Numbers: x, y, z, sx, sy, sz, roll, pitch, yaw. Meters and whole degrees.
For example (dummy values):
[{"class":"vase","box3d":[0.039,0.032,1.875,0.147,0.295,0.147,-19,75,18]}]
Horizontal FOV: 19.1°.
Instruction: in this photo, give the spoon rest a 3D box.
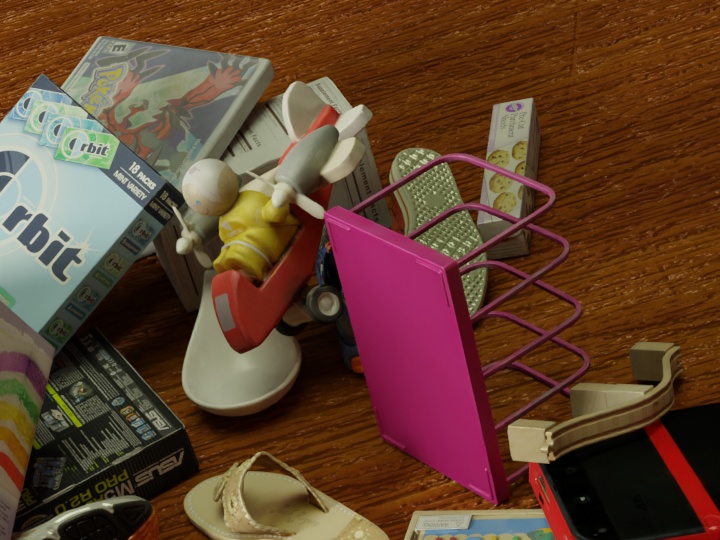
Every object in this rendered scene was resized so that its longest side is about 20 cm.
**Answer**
[{"class":"spoon rest","box3d":[-0.103,0.052,1.741,0.098,0.061,0.200,-18,31,-1]}]

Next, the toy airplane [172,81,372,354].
[{"class":"toy airplane","box3d":[-0.072,-0.061,1.680,0.140,0.201,0.200,21,25,-24]}]

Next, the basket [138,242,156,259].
[{"class":"basket","box3d":[-0.254,-0.083,1.953,0.198,0.137,0.123,-23,30,-10]}]

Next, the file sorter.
[{"class":"file sorter","box3d":[0.082,0.035,1.547,0.125,0.201,0.139,-31,34,-26]}]

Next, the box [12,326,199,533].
[{"class":"box","box3d":[-0.238,0.135,1.694,0.159,0.045,0.200,-28,33,-16]}]

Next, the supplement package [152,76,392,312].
[{"class":"supplement package","box3d":[-0.089,-0.068,1.868,0.198,0.115,0.110,-22,33,-9]}]

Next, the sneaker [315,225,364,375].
[{"class":"sneaker","box3d":[0.000,0.000,1.753,0.075,0.079,0.200,-18,32,-3]}]

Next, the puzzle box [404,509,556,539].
[{"class":"puzzle box","box3d":[0.114,0.211,1.422,0.198,0.026,0.133,-4,35,20]}]

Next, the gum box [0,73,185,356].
[{"class":"gum box","box3d":[-0.266,-0.035,1.757,0.170,0.045,0.200,39,89,30]}]

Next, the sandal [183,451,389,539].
[{"class":"sandal","box3d":[-0.057,0.162,1.538,0.077,0.070,0.211,-37,36,-29]}]

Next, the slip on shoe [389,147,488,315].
[{"class":"slip on shoe","box3d":[0.061,-0.017,1.775,0.073,0.062,0.201,-1,43,-12]}]

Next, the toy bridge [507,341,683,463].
[{"class":"toy bridge","box3d":[0.180,0.094,1.507,0.067,0.027,0.199,1,17,36]}]

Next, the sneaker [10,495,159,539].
[{"class":"sneaker","box3d":[-0.245,0.210,1.557,0.199,0.076,0.092,-25,28,-15]}]

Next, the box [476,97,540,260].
[{"class":"box","box3d":[0.130,-0.081,1.854,0.041,0.039,0.201,-8,33,14]}]

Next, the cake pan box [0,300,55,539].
[{"class":"cake pan box","box3d":[-0.310,0.078,1.508,0.052,0.200,0.185,-21,42,27]}]

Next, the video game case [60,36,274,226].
[{"class":"video game case","box3d":[-0.195,-0.125,1.847,0.181,0.023,0.201,10,48,24]}]

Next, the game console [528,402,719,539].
[{"class":"game console","box3d":[0.210,0.145,1.434,0.175,0.031,0.200,-9,19,-4]}]
